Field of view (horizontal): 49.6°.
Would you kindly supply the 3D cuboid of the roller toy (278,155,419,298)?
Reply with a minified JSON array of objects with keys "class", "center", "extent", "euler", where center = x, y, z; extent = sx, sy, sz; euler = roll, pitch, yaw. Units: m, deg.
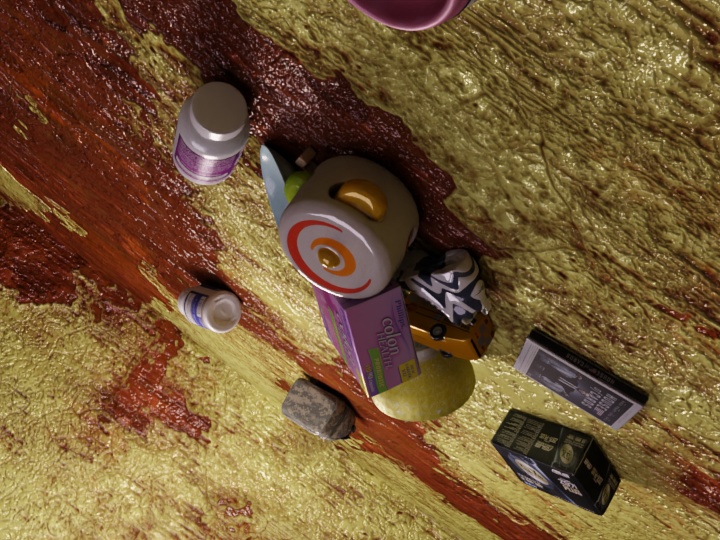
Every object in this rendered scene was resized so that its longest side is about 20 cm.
[{"class":"roller toy","center":[-0.017,-0.057,1.118],"extent":[0.199,0.140,0.183],"euler":[-3,130,38]}]

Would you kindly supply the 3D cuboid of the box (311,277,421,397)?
[{"class":"box","center":[0.000,0.070,1.265],"extent":[0.200,0.096,0.177],"euler":[48,157,55]}]

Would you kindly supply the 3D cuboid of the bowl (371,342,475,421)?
[{"class":"bowl","center":[0.106,0.167,1.420],"extent":[0.199,0.200,0.108],"euler":[18,133,40]}]

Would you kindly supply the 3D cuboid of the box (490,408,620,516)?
[{"class":"box","center":[0.383,0.376,1.532],"extent":[0.199,0.086,0.164],"euler":[13,148,48]}]

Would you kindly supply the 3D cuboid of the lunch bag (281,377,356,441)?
[{"class":"lunch bag","center":[-0.123,0.446,2.451],"extent":[0.199,0.140,0.168],"euler":[23,172,34]}]

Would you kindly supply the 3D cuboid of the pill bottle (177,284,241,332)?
[{"class":"pill bottle","center":[-0.440,0.104,2.232],"extent":[0.199,0.120,0.120],"euler":[11,148,50]}]

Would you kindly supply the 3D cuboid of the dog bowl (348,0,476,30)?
[{"class":"dog bowl","center":[0.032,-0.296,0.670],"extent":[0.199,0.074,0.200],"euler":[32,160,13]}]

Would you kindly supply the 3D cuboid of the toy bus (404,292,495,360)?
[{"class":"toy bus","center":[0.126,0.091,1.346],"extent":[0.199,0.078,0.065],"euler":[19,154,40]}]

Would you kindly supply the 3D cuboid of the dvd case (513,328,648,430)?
[{"class":"dvd case","center":[0.347,0.178,1.253],"extent":[0.199,0.025,0.151],"euler":[32,160,15]}]

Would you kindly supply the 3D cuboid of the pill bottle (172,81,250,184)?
[{"class":"pill bottle","center":[-0.232,-0.215,1.219],"extent":[0.112,0.113,0.200],"euler":[39,160,-7]}]

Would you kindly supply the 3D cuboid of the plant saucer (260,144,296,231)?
[{"class":"plant saucer","center":[-0.115,-0.112,1.273],"extent":[0.201,0.038,0.202],"euler":[161,90,-75]}]

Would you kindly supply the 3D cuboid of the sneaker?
[{"class":"sneaker","center":[0.126,0.036,1.222],"extent":[0.199,0.080,0.130],"euler":[-9,123,49]}]

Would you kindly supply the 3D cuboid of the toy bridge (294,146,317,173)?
[{"class":"toy bridge","center":[-0.022,-0.111,1.222],"extent":[0.200,0.027,0.067],"euler":[41,162,-11]}]
